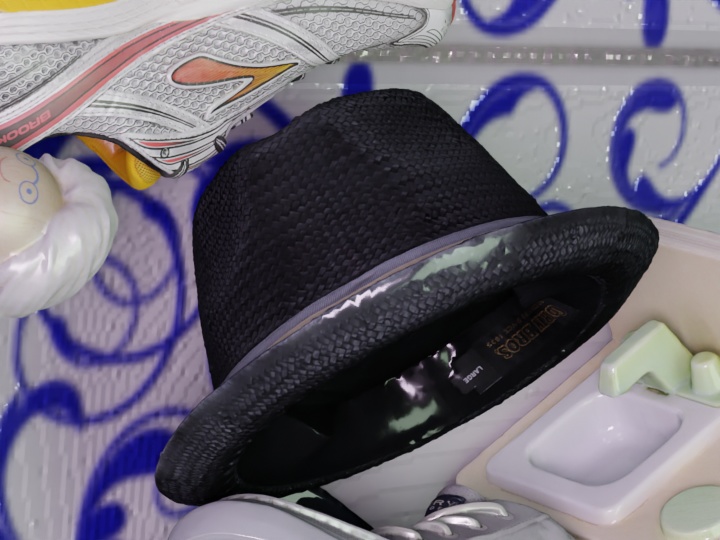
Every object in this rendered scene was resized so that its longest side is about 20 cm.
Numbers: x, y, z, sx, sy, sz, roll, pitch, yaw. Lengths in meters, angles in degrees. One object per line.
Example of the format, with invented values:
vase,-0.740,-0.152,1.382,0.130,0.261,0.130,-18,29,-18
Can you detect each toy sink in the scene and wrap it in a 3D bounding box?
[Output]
toy sink,0.123,0.098,1.071,0.112,0.130,0.200,-38,124,-29

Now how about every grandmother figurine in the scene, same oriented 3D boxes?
grandmother figurine,-0.159,-0.028,0.796,0.200,0.061,0.122,14,59,-31

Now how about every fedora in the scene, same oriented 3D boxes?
fedora,0.000,0.000,0.933,0.200,0.201,0.092,-16,71,-38

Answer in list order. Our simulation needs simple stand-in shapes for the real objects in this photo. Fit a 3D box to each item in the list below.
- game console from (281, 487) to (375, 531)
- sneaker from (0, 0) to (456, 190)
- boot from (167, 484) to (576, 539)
game console,0.022,0.194,0.976,0.200,0.118,0.171,40,73,-22
sneaker,-0.059,-0.072,0.911,0.200,0.078,0.082,-9,110,-31
boot,0.017,0.110,0.964,0.200,0.073,0.096,38,38,-28
